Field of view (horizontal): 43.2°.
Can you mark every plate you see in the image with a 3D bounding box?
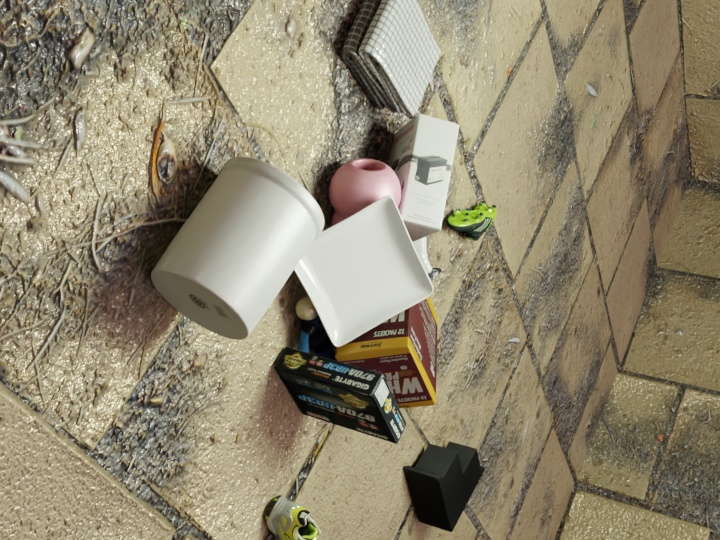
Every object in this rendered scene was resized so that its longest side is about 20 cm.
[{"bbox_3d":[0.000,0.000,1.525,0.200,0.032,0.200,-29,112,-8],"label":"plate"}]

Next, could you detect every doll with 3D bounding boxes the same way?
[{"bbox_3d":[-0.067,0.102,1.600,0.137,0.048,0.200,-66,151,-21],"label":"doll"}]

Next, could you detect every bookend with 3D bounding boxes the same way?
[{"bbox_3d":[0.201,0.469,2.143,0.199,0.092,0.200,-53,140,-38],"label":"bookend"}]

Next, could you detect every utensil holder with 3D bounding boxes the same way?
[{"bbox_3d":[-0.172,-0.029,1.267,0.200,0.170,0.170,-58,145,-25],"label":"utensil holder"}]

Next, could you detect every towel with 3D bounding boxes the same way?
[{"bbox_3d":[0.054,-0.387,1.591,0.200,0.086,0.166,47,59,-53],"label":"towel"}]

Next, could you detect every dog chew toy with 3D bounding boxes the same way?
[{"bbox_3d":[0.003,-0.090,1.586,0.125,0.124,0.200,-31,135,-51],"label":"dog chew toy"}]

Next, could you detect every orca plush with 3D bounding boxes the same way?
[{"bbox_3d":[0.105,-0.078,1.796,0.105,0.071,0.200,-33,108,2],"label":"orca plush"}]

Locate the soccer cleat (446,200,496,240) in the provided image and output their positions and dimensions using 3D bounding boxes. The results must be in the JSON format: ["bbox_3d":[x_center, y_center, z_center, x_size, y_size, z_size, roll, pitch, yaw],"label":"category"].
[{"bbox_3d":[0.249,-0.101,2.043,0.200,0.068,0.081,-21,131,-55],"label":"soccer cleat"}]

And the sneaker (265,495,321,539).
[{"bbox_3d":[-0.110,0.488,1.647,0.075,0.076,0.200,-58,146,-33],"label":"sneaker"}]

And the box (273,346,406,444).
[{"bbox_3d":[-0.034,0.212,1.549,0.046,0.200,0.159,-59,146,-29],"label":"box"}]

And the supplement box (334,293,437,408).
[{"bbox_3d":[0.053,0.119,1.658,0.197,0.133,0.200,64,24,-47],"label":"supplement box"}]

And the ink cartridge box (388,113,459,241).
[{"bbox_3d":[0.103,-0.167,1.662,0.145,0.084,0.200,157,-55,-73],"label":"ink cartridge box"}]
